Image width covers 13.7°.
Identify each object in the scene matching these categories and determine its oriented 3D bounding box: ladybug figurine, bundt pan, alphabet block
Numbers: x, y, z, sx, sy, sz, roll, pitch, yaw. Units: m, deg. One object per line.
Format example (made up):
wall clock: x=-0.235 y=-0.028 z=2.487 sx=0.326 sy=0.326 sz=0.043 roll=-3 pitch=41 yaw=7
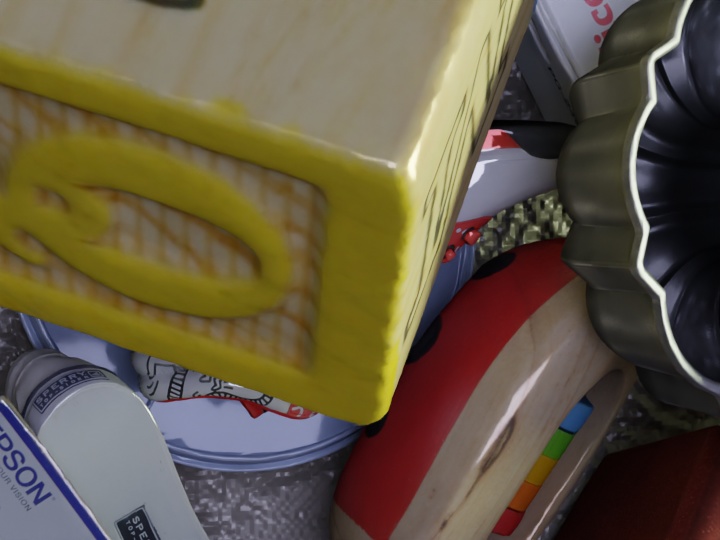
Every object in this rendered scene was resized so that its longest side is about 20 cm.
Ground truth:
ladybug figurine: x=0.051 y=0.064 z=1.228 sx=0.072 sy=0.136 sz=0.200 roll=34 pitch=93 yaw=17
bundt pan: x=0.155 y=-0.031 z=1.172 sx=0.202 sy=0.076 sz=0.202 roll=0 pitch=90 yaw=-36
alphabet block: x=-0.044 y=-0.092 z=1.084 sx=0.195 sy=0.197 sz=0.200 roll=17 pitch=62 yaw=7

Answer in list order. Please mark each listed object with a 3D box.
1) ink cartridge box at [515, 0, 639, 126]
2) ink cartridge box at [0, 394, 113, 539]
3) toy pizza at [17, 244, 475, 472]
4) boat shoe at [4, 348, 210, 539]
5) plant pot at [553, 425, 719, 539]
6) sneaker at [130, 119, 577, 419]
ink cartridge box: x=0.147 y=-0.153 z=1.260 sx=0.200 sy=0.083 sz=0.145 roll=-29 pitch=99 yaw=-11
ink cartridge box: x=-0.160 y=0.172 z=1.185 sx=0.200 sy=0.041 sz=0.200 roll=-33 pitch=100 yaw=12
toy pizza: x=-0.050 y=-0.017 z=1.243 sx=0.200 sy=0.032 sz=0.201 roll=0 pitch=91 yaw=-15
boat shoe: x=-0.098 y=0.120 z=1.219 sx=0.072 sy=0.066 sz=0.200 roll=-31 pitch=120 yaw=-14
plant pot: x=0.163 y=0.169 z=1.229 sx=0.200 sy=0.200 sz=0.177 roll=17 pitch=76 yaw=-14
sneaker: x=-0.001 y=0.000 z=1.207 sx=0.201 sy=0.067 sz=0.108 roll=-8 pitch=94 yaw=-11
